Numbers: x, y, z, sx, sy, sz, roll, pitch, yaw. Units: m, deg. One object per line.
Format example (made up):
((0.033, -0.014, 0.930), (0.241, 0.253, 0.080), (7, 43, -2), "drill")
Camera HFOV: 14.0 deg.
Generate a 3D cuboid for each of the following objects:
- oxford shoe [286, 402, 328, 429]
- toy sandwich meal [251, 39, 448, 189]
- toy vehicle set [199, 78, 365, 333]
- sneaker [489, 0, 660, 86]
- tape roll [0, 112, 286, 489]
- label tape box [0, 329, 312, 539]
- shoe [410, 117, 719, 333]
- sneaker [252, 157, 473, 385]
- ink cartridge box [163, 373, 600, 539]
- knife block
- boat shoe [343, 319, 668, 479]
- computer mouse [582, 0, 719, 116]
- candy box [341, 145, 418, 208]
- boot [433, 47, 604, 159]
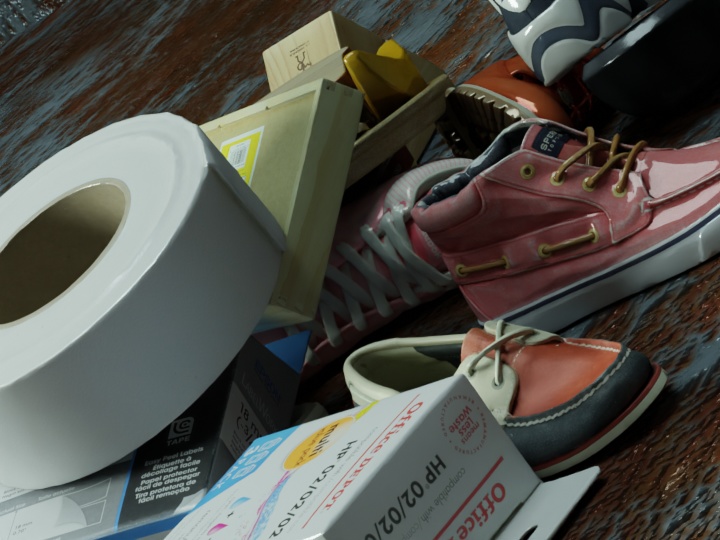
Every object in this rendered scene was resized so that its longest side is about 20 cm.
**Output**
((-0.089, 0.097, 1.596), (0.075, 0.058, 0.199), (-43, 16, -33), "oxford shoe")
((-0.033, -0.077, 1.717), (0.205, 0.070, 0.205), (-36, 3, 2), "toy sandwich meal")
((-0.066, -0.027, 1.594), (0.200, 0.026, 0.125), (-13, 61, 63), "toy vehicle set")
((0.117, -0.194, 1.724), (0.079, 0.130, 0.199), (-35, 2, 36), "sneaker")
((-0.138, 0.013, 1.499), (0.202, 0.071, 0.203), (-30, 29, 19), "tape roll")
((-0.113, 0.092, 1.512), (0.143, 0.063, 0.201), (-18, 34, 22), "label tape box")
((0.121, -0.040, 1.447), (0.199, 0.091, 0.072), (-29, 15, 30), "shoe")
((0.000, 0.000, 1.650), (0.200, 0.076, 0.105), (-36, 8, -15), "sneaker")
((-0.002, 0.114, 1.288), (0.199, 0.068, 0.115), (-20, 21, 49), "ink cartridge box")
((0.002, -0.076, 1.972), (0.064, 0.177, 0.200), (-28, -29, 27), "knife block")
((0.062, 0.054, 1.344), (0.071, 0.063, 0.200), (-42, 15, -29), "boat shoe")
((0.190, -0.133, 1.690), (0.138, 0.053, 0.200), (-36, 2, 26), "computer mouse")
((-0.051, 0.006, 1.803), (0.199, 0.055, 0.116), (-31, 13, 22), "candy box")
((0.108, -0.103, 1.745), (0.107, 0.075, 0.200), (-32, 12, -4), "boot")
